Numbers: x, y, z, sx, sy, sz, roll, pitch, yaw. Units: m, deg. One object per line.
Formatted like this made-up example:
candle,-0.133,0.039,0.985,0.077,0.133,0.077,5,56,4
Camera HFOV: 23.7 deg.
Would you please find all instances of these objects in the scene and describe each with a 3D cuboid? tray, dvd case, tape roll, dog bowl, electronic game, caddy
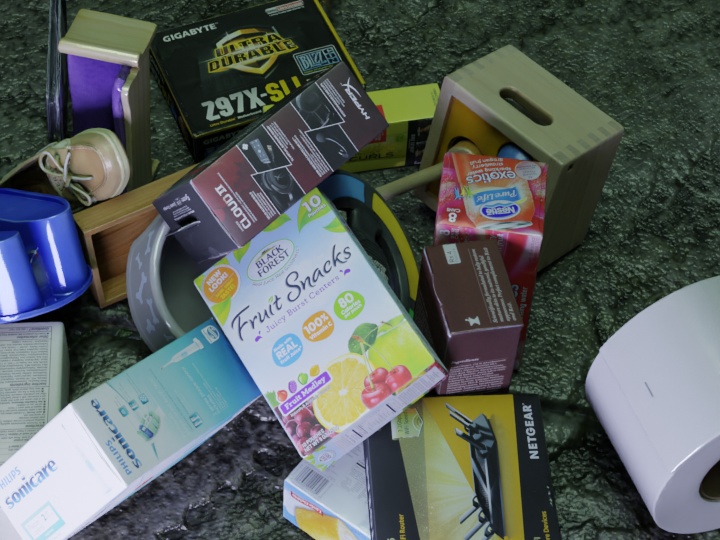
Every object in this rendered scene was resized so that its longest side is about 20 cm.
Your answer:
tray,-0.180,-0.046,1.691,0.199,0.099,0.037,-23,45,-19
dvd case,-0.312,-0.200,1.774,0.016,0.149,0.201,0,52,-7
tape roll,0.317,0.119,1.524,0.201,0.203,0.140,-16,54,-14
dog bowl,-0.119,0.007,1.620,0.198,0.059,0.202,4,79,-18
electronic game,0.000,0.000,1.626,0.041,0.200,0.201,-20,44,31
caddy,-0.347,-0.004,1.628,0.199,0.106,0.141,10,29,39

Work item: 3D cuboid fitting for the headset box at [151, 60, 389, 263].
headset box,-0.090,-0.088,1.532,0.200,0.149,0.077,-39,98,-18

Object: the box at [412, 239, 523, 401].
box,0.090,0.074,1.548,0.074,0.201,0.101,-8,53,-9

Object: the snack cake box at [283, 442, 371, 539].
snack cake box,0.043,0.216,1.522,0.199,0.067,0.115,32,56,20

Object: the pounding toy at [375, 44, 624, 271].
pounding toy,0.123,-0.102,1.714,0.200,0.185,0.142,40,48,25

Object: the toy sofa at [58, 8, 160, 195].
toy sofa,-0.253,-0.150,1.707,0.082,0.201,0.098,13,47,6

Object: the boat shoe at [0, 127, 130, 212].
boat shoe,-0.295,-0.084,1.673,0.062,0.199,0.074,-26,94,-42

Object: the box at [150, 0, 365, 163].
box,-0.114,-0.212,1.857,0.199,0.050,0.160,-17,57,-15

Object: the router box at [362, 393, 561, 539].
router box,0.085,0.202,1.459,0.156,0.052,0.201,-2,52,-5

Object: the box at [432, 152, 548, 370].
box,0.115,-0.006,1.611,0.099,0.201,0.096,7,50,3

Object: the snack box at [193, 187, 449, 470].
snack box,-0.036,0.050,1.489,0.142,0.053,0.201,-36,65,4

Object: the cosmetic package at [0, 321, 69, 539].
cosmetic package,-0.318,0.148,1.554,0.103,0.073,0.201,-1,53,-4

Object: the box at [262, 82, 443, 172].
box,-0.001,-0.144,1.793,0.198,0.076,0.050,-7,53,-9

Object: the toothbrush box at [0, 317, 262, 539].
toothbrush box,-0.200,0.141,1.465,0.086,0.146,0.200,54,36,4
